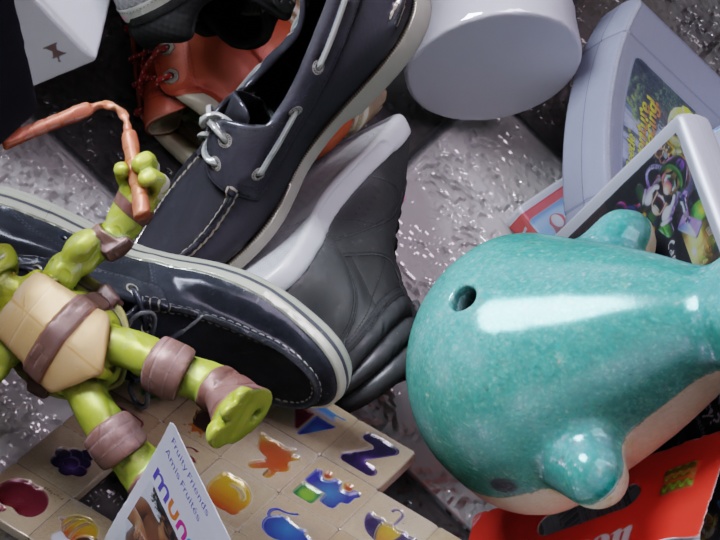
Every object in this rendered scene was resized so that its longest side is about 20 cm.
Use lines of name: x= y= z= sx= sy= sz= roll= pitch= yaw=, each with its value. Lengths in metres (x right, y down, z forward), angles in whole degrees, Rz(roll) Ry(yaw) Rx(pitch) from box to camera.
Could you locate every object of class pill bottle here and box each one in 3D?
pill bottle: x=0.055 y=-0.189 z=1.487 sx=0.113 sy=0.114 sz=0.201 roll=9 pitch=54 yaw=-28

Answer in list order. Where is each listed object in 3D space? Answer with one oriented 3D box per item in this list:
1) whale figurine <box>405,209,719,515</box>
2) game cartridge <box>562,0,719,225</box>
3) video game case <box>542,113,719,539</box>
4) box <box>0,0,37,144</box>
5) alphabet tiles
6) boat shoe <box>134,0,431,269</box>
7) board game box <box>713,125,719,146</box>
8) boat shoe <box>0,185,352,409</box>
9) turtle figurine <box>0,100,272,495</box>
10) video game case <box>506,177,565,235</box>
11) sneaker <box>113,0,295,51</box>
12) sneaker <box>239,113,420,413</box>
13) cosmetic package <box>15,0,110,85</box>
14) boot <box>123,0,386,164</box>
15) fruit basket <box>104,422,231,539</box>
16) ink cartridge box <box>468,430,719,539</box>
whale figurine: x=0.105 y=0.029 z=1.232 sx=0.104 sy=0.199 sz=0.160 roll=40 pitch=47 yaw=-33
game cartridge: x=0.161 y=-0.046 z=1.452 sx=0.133 sy=0.041 sz=0.201 roll=36 pitch=43 yaw=-28
video game case: x=0.137 y=0.058 z=1.307 sx=0.023 sy=0.182 sz=0.201 roll=5 pitch=55 yaw=-34
box: x=-0.272 y=-0.078 z=1.121 sx=0.199 sy=0.118 sz=0.197 roll=11 pitch=38 yaw=27
alphabet tiles: x=-0.046 y=0.109 z=1.220 sx=0.199 sy=0.008 sz=0.167 roll=30 pitch=42 yaw=19
boat shoe: x=-0.053 y=-0.071 z=1.281 sx=0.063 sy=0.200 sz=0.073 roll=34 pitch=10 yaw=-41
board game box: x=0.244 y=0.009 z=1.452 sx=0.199 sy=0.043 sz=0.201 roll=-27 pitch=89 yaw=-52
boat shoe: x=-0.101 y=0.025 z=1.243 sx=0.199 sy=0.075 sz=0.063 roll=22 pitch=52 yaw=0
turtle figurine: x=-0.128 y=0.042 z=1.172 sx=0.161 sy=0.064 sz=0.200 roll=40 pitch=85 yaw=16
video game case: x=0.186 y=0.018 z=1.485 sx=0.200 sy=0.017 sz=0.143 roll=50 pitch=46 yaw=8
sneaker: x=-0.051 y=-0.153 z=1.325 sx=0.199 sy=0.073 sz=0.088 roll=-19 pitch=100 yaw=-46
sneaker: x=0.000 y=0.000 z=1.350 sx=0.099 sy=0.070 sz=0.200 roll=54 pitch=30 yaw=-15
cosmetic package: x=-0.169 y=-0.178 z=1.327 sx=0.071 sy=0.101 sz=0.201 roll=48 pitch=36 yaw=-37
boot: x=-0.091 y=-0.123 z=1.374 sx=0.200 sy=0.075 sz=0.107 roll=42 pitch=57 yaw=8
fruit basket: x=-0.070 y=0.185 z=1.066 sx=0.093 sy=0.200 sz=0.186 roll=-17 pitch=67 yaw=-24
ink cartridge box: x=0.070 y=0.146 z=1.209 sx=0.050 sy=0.162 sz=0.201 roll=47 pitch=42 yaw=-23
